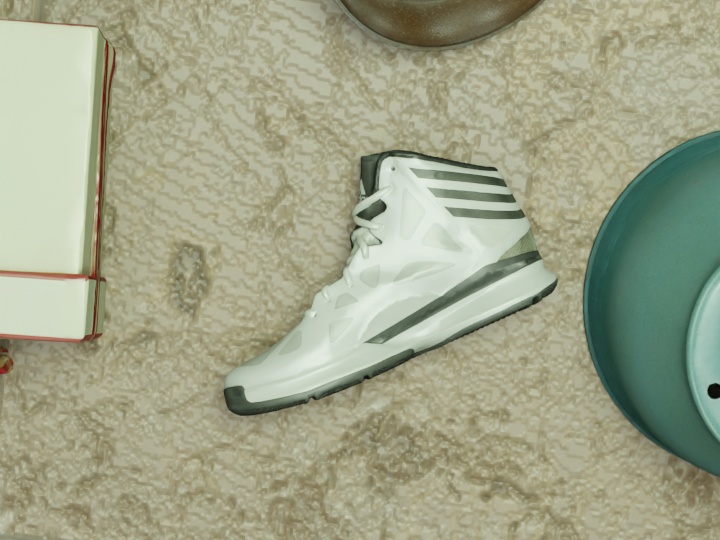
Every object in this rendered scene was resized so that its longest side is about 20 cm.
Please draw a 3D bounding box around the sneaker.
[{"bbox_3d":[0.000,0.000,1.412,0.199,0.076,0.116,-24,89,-6],"label":"sneaker"}]

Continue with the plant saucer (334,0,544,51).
[{"bbox_3d":[0.052,-0.217,1.351,0.199,0.032,0.202,-18,127,-27],"label":"plant saucer"}]

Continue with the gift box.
[{"bbox_3d":[-0.231,-0.036,1.347,0.198,0.185,0.189,2,89,2],"label":"gift box"}]

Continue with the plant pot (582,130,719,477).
[{"bbox_3d":[0.227,0.031,1.352,0.198,0.188,0.202,0,98,-1],"label":"plant pot"}]
